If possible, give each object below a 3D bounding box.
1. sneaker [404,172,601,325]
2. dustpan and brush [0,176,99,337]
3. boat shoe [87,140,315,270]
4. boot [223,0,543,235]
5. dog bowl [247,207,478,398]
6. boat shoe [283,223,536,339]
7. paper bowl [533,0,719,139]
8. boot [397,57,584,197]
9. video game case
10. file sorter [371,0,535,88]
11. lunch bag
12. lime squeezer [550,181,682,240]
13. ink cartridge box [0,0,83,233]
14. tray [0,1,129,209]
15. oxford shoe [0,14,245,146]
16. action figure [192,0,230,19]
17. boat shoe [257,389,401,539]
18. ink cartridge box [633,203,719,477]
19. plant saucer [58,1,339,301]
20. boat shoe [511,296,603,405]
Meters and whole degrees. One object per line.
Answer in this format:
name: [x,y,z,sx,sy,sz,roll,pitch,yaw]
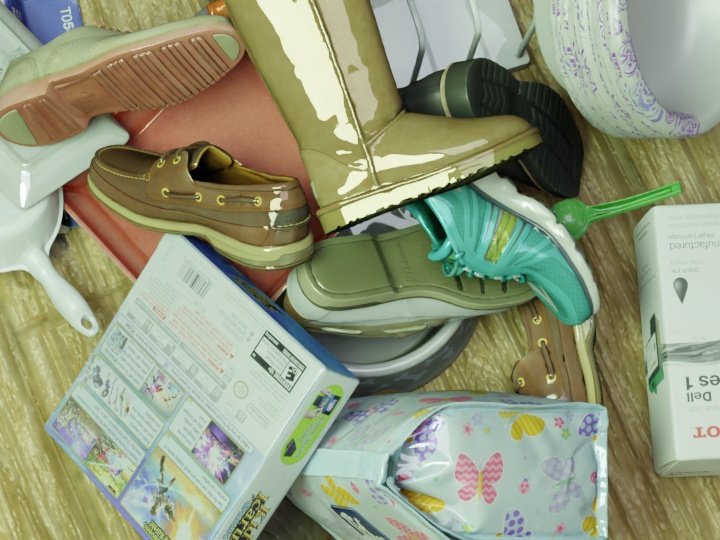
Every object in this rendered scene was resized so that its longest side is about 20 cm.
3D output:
sneaker: [0.087,-0.023,1.548,0.200,0.078,0.080,40,69,-6]
dustpan and brush: [-0.261,-0.032,1.597,0.140,0.057,0.200,-37,71,-23]
boat shoe: [-0.114,-0.062,1.536,0.200,0.068,0.072,20,31,33]
boot: [0.014,-0.145,1.479,0.175,0.066,0.200,-20,89,-1]
dog bowl: [0.000,0.000,1.648,0.200,0.059,0.200,1,78,-4]
boat shoe: [0.037,0.009,1.583,0.200,0.068,0.075,1,61,-25]
paper bowl: [0.208,-0.200,1.613,0.104,0.201,0.201,3,73,41]
boot: [0.075,-0.107,1.651,0.138,0.200,0.078,-6,65,33]
video game case: [-0.117,0.096,1.518,0.200,0.045,0.181,41,101,40]
file sorter: [0.023,-0.212,1.663,0.200,0.125,0.139,-18,79,-7]
lunch bag: [0.050,0.146,1.523,0.200,0.170,0.127,6,84,-34]
lime squeezer: [0.142,-0.048,1.635,0.200,0.071,0.038,0,45,-5]
ink cartridge box: [-0.300,-0.115,1.660,0.200,0.041,0.200,-13,79,-7]
tray: [-0.276,-0.142,1.610,0.107,0.022,0.200,-36,70,-25]
oxford shoe: [-0.177,-0.155,1.540,0.200,0.071,0.074,-15,54,16]
action figure: [-0.054,-0.205,1.544,0.193,0.105,0.200,-9,79,12]
boat shoe: [-0.035,0.162,1.605,0.200,0.065,0.073,-41,104,-30]
ink cartridge box: [0.295,0.053,1.645,0.146,0.084,0.200,-3,78,-4]
plant saucer: [-0.104,-0.066,1.609,0.200,0.037,0.200,-47,72,6]
boat shoe: [0.150,0.087,1.632,0.067,0.072,0.200,-5,72,5]
